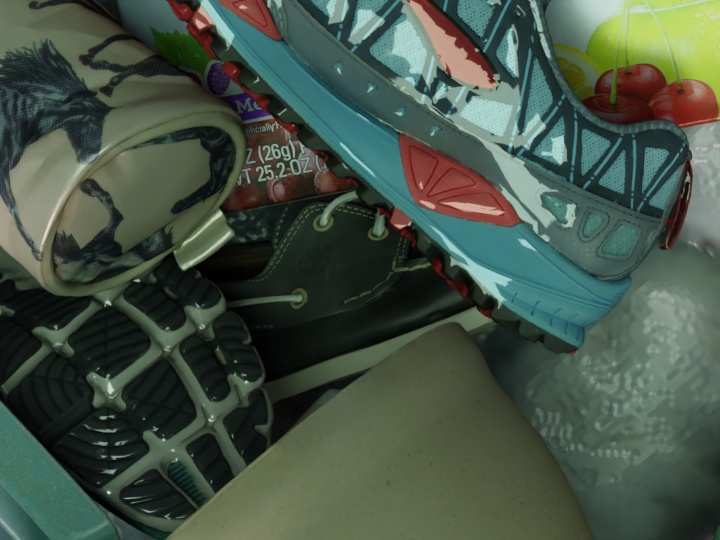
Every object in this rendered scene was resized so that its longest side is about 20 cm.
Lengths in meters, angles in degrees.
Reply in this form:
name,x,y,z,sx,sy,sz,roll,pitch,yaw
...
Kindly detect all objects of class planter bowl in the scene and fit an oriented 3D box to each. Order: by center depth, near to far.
name,x,y,z,sx,sy,sz,roll,pitch,yaw
planter bowl,-0.002,0.131,0.699,0.200,0.200,0.135,-44,82,17

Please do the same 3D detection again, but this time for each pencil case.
name,x,y,z,sx,sy,sz,roll,pitch,yaw
pencil case,-0.122,-0.076,0.759,0.200,0.089,0.078,44,102,20

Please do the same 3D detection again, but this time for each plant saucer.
name,x,y,z,sx,sy,sz,roll,pitch,yaw
plant saucer,-0.137,0.032,0.761,0.019,0.070,0.200,-39,64,-17

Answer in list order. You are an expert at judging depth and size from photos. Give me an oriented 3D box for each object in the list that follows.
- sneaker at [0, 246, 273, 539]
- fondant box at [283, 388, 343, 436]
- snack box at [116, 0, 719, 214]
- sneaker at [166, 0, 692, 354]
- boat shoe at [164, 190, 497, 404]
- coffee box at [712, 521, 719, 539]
name,x,y,z,sx,sy,sz,roll,pitch,yaw
sneaker,-0.091,0.032,0.789,0.077,0.200,0.080,-31,131,-23
fondant box,-0.017,0.157,0.836,0.144,0.058,0.200,47,107,16
snack box,0.021,-0.118,0.772,0.200,0.068,0.169,-10,105,10
sneaker,0.015,-0.072,0.725,0.200,0.079,0.096,43,89,-8
boat shoe,0.000,0.000,0.803,0.200,0.072,0.068,-18,93,22
coffee box,0.159,0.121,0.795,0.123,0.044,0.200,1,116,-32
